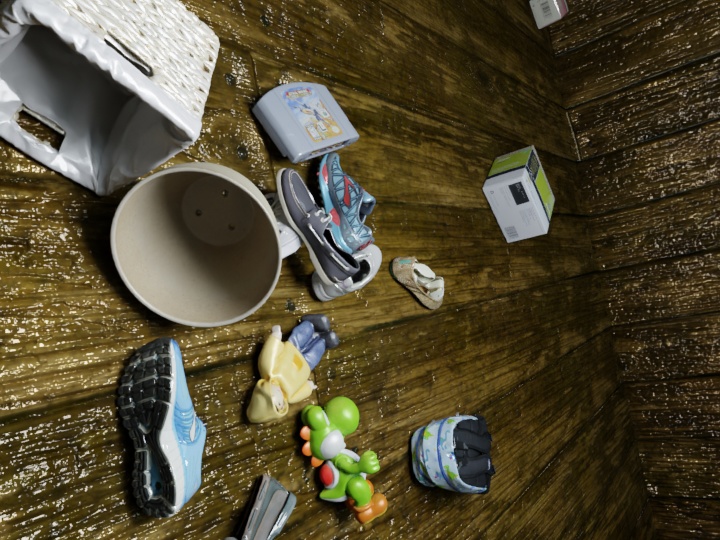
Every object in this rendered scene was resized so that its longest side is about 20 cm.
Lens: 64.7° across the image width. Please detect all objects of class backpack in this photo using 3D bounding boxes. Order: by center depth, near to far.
[{"bbox_3d":[0.187,0.368,1.137,0.200,0.151,0.167,40,47,-68],"label":"backpack"}]

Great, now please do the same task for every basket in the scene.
[{"bbox_3d":[-0.289,-0.220,0.615,0.197,0.197,0.164,36,50,-42],"label":"basket"}]

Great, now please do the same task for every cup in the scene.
[{"bbox_3d":[-0.192,-0.053,0.723,0.202,0.198,0.144,57,13,-24],"label":"cup"}]

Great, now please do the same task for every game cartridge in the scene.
[{"bbox_3d":[-0.094,-0.266,1.000,0.134,0.041,0.199,58,38,-2],"label":"game cartridge"}]

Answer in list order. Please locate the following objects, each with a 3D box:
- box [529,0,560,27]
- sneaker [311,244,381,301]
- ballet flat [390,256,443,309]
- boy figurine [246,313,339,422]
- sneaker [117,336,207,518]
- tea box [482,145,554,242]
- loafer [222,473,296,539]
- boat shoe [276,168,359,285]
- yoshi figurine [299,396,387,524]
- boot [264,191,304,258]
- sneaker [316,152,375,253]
[{"bbox_3d":[0.846,-1.182,2.546,0.129,0.108,0.200,62,39,-18],"label":"box"},{"bbox_3d":[0.000,0.000,1.020,0.199,0.098,0.076,-35,105,-54],"label":"sneaker"},{"bbox_3d":[0.142,0.029,1.231,0.199,0.064,0.072,33,54,-44],"label":"ballet flat"},{"bbox_3d":[-0.108,0.144,0.857,0.200,0.063,0.126,-50,122,-52],"label":"boy figurine"},{"bbox_3d":[-0.232,0.183,0.687,0.090,0.077,0.204,12,71,-71],"label":"sneaker"},{"bbox_3d":[0.485,-0.232,1.726,0.202,0.132,0.198,59,40,-23],"label":"tea box"},{"bbox_3d":[-0.155,0.354,0.734,0.063,0.072,0.200,47,34,-5],"label":"loafer"},{"bbox_3d":[-0.062,-0.073,0.882,0.202,0.062,0.073,64,28,-20],"label":"boat shoe"},{"bbox_3d":[-0.018,0.287,0.908,0.203,0.111,0.112,63,22,-13],"label":"yoshi figurine"},{"bbox_3d":[-0.133,-0.072,0.897,0.097,0.073,0.200,61,30,-11],"label":"boot"},{"bbox_3d":[-0.020,-0.122,1.010,0.079,0.094,0.204,63,15,-69],"label":"sneaker"}]
